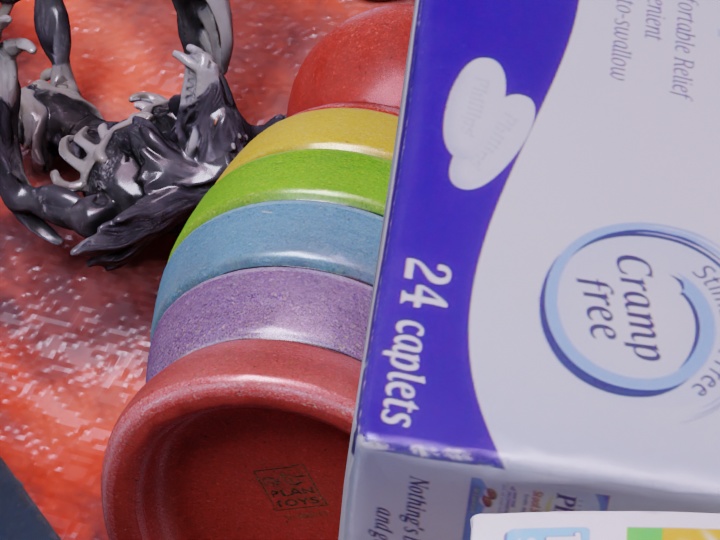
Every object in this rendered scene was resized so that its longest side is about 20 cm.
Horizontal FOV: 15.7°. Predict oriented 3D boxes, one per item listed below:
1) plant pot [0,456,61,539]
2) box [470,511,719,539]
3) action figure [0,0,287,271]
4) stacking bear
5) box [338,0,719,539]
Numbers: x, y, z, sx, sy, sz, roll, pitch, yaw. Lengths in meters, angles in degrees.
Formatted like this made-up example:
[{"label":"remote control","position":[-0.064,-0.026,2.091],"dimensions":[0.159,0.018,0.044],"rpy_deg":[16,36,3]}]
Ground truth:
[{"label":"plant pot","position":[-0.196,0.087,0.702],"dimensions":[0.200,0.196,0.196],"rpy_deg":[-37,53,-9]},{"label":"box","position":[0.078,0.154,0.582],"dimensions":[0.101,0.200,0.113],"rpy_deg":[0,49,9]},{"label":"action figure","position":[-0.097,-0.069,0.872],"dimensions":[0.200,0.102,0.119],"rpy_deg":[25,46,28]},{"label":"stacking bear","position":[0.000,0.000,0.786],"dimensions":[0.121,0.114,0.200],"rpy_deg":[-8,41,24]},{"label":"box","position":[0.103,0.012,0.644],"dimensions":[0.199,0.105,0.184],"rpy_deg":[7,50,2]}]
